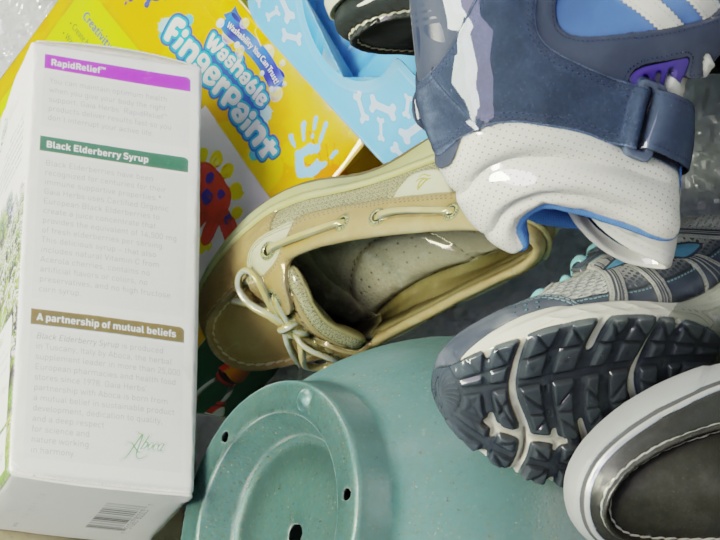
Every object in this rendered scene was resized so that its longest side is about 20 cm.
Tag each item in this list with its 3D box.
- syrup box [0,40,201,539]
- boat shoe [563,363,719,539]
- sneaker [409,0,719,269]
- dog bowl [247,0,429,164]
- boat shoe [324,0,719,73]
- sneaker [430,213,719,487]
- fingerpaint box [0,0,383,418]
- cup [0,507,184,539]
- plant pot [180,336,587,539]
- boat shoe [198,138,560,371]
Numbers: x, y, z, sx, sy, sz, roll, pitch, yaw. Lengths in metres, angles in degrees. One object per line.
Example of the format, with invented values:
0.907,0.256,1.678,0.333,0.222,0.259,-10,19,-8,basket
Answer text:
-0.116,0.009,0.910,0.079,0.081,0.200,132,142,-59,syrup box
0.175,0.066,0.770,0.200,0.057,0.069,-12,106,-6,boat shoe
0.115,-0.077,0.800,0.081,0.200,0.147,173,83,-71,sneaker
0.024,-0.098,0.946,0.200,0.111,0.050,49,125,31,dog bowl
0.086,-0.098,0.869,0.075,0.199,0.066,141,122,-67,boat shoe
0.108,0.022,0.827,0.086,0.200,0.078,45,139,47,sneaker
-0.082,-0.057,1.030,0.167,0.073,0.200,-51,58,17,fingerpaint box
-0.163,0.118,0.997,0.200,0.200,0.143,-5,59,34,cup
0.012,0.114,0.858,0.200,0.134,0.201,-24,58,46,plant pot
0.002,0.001,0.888,0.200,0.073,0.063,-22,32,33,boat shoe
